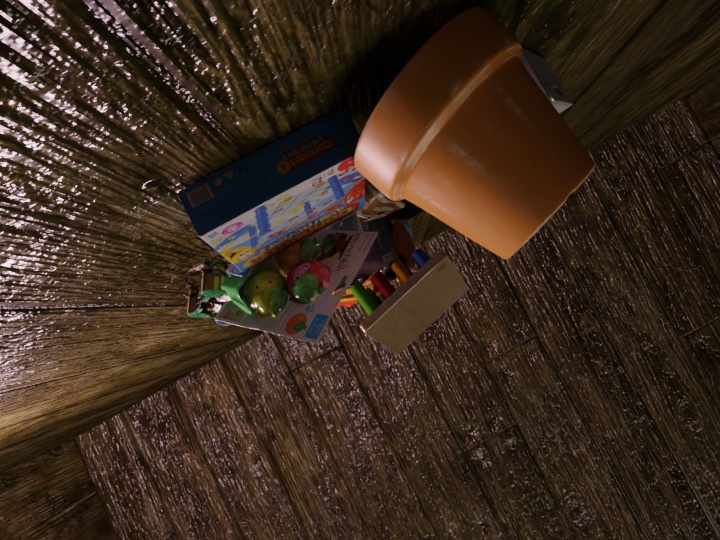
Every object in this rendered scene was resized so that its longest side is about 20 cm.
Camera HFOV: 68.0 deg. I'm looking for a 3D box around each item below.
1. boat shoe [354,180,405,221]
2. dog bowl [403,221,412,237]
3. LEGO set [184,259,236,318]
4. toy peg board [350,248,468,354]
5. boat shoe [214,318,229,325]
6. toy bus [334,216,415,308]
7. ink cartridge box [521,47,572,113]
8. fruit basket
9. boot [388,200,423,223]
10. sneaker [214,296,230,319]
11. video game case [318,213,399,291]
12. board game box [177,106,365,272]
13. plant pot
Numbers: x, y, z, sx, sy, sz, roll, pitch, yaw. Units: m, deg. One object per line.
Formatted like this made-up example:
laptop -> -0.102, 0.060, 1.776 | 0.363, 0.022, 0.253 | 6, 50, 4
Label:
boat shoe -> 0.018, -0.119, 0.862 | 0.073, 0.076, 0.200 | -37, 171, 12
dog bowl -> 0.033, -0.072, 1.333 | 0.198, 0.113, 0.050 | -29, 162, 5
LEGO set -> -0.213, 0.007, 0.894 | 0.151, 0.118, 0.200 | 5, 159, -18
toy peg board -> 0.087, 0.041, 1.030 | 0.199, 0.098, 0.200 | -43, 151, 3
boat shoe -> -0.255, 0.066, 1.266 | 0.197, 0.073, 0.072 | -13, -150, -23
toy bus -> 0.000, 0.000, 1.103 | 0.196, 0.137, 0.194 | -8, 141, -14
ink cartridge box -> 0.191, -0.220, 0.784 | 0.199, 0.089, 0.145 | -30, 177, 35
fruit basket -> -0.094, 0.005, 0.744 | 0.198, 0.094, 0.187 | 2, -128, 41
boot -> 0.104, -0.153, 1.203 | 0.130, 0.069, 0.199 | -31, -175, -42
sneaker -> -0.244, 0.035, 1.126 | 0.198, 0.078, 0.089 | -26, -169, 36
video game case -> -0.031, -0.050, 0.945 | 0.198, 0.145, 0.019 | -26, -168, -30
board game box -> -0.090, -0.085, 0.645 | 0.198, 0.056, 0.196 | -29, 170, -4
plant pot -> 0.125, -0.119, 0.545 | 0.200, 0.183, 0.200 | -45, 172, -8
